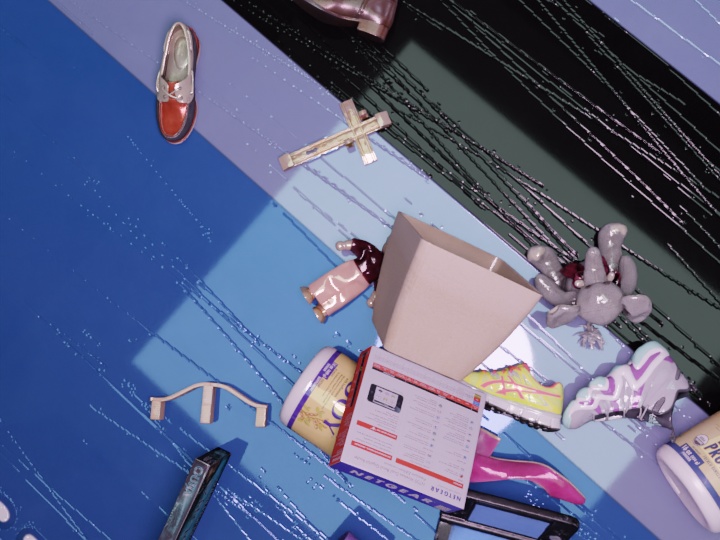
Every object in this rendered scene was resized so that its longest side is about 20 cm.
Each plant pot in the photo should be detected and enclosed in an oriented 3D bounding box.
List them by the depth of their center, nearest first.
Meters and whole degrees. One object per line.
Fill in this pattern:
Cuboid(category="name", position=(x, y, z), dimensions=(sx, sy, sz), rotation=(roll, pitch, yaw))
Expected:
Cuboid(category="plant pot", position=(0.122, 0.047, 1.251), dimensions=(0.199, 0.200, 0.177), rotation=(24, 101, -14))

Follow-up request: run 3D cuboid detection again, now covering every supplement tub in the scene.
Cuboid(category="supplement tub", position=(0.566, 0.280, 1.230), dimensions=(0.200, 0.144, 0.145), rotation=(-33, 83, 1))
Cuboid(category="supplement tub", position=(-0.010, 0.227, 1.282), dimensions=(0.200, 0.145, 0.146), rotation=(33, 89, 7))

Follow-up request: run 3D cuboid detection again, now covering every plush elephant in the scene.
Cuboid(category="plush elephant", position=(0.356, 0.026, 1.262), dimensions=(0.164, 0.155, 0.201), rotation=(-9, 84, 4))

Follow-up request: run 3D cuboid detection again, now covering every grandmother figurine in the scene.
Cuboid(category="grandmother figurine", position=(0.000, 0.000, 1.348), dimensions=(0.200, 0.061, 0.121), rotation=(-31, 111, -1))

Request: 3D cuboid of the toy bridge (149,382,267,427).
Cuboid(category="toy bridge", position=(-0.252, 0.219, 1.362), dimensions=(0.199, 0.027, 0.067), rotation=(3, 83, 5))

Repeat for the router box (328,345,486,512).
Cuboid(category="router box", position=(0.072, 0.230, 1.193), dimensions=(0.200, 0.049, 0.180), rotation=(25, 61, -13))

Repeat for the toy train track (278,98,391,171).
Cuboid(category="toy train track", position=(-0.044, -0.219, 1.378), dimensions=(0.199, 0.033, 0.115), rotation=(-23, 84, 4))

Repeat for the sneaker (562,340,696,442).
Cuboid(category="sneaker", position=(0.422, 0.215, 1.261), dimensions=(0.200, 0.078, 0.140), rotation=(-38, 60, 2))

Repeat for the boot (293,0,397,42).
Cuboid(category="boot", position=(-0.003, -0.508, 1.383), dimensions=(0.186, 0.064, 0.201), rotation=(22, 91, -7))

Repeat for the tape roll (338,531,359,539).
Cuboid(category="tape roll", position=(-0.050, 0.499, 1.236), dimensions=(0.085, 0.200, 0.200), rotation=(40, 89, 6))

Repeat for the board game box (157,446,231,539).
Cuboid(category="board game box", position=(-0.272, 0.383, 1.296), dimensions=(0.028, 0.135, 0.201), rotation=(24, 88, 6))

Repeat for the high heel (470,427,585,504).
Cuboid(category="high heel", position=(0.245, 0.335, 1.286), dimensions=(0.200, 0.067, 0.096), rotation=(30, 78, 11))

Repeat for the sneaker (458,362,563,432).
Cuboid(category="sneaker", position=(0.231, 0.183, 1.308), dimensions=(0.199, 0.078, 0.091), rotation=(21, 77, 2))

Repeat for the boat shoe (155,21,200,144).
Cuboid(category="boat shoe", position=(-0.312, -0.317, 1.395), dimensions=(0.071, 0.063, 0.201), rotation=(8, 87, 3))

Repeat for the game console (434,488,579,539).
Cuboid(category="game console", position=(0.215, 0.433, 1.265), dimensions=(0.199, 0.176, 0.117), rotation=(13, 58, 5))
